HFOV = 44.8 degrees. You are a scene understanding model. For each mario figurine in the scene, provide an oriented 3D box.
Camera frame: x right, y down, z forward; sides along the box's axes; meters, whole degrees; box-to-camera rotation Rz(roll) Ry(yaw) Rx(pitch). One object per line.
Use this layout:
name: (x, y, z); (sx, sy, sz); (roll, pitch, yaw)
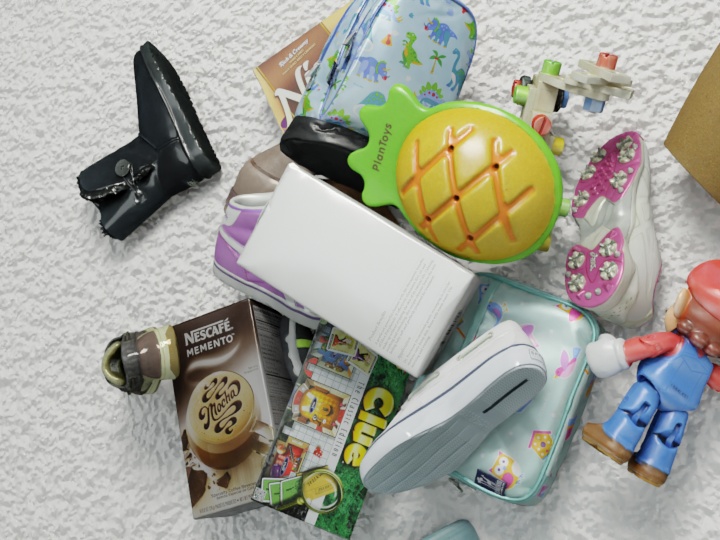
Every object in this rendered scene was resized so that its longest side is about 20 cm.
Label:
mario figurine: (0.274, 0.081, 0.764); (0.106, 0.123, 0.202); (31, 88, 45)

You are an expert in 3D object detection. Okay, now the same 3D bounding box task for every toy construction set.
toy construction set: (0.175, -0.120, 0.830); (0.091, 0.132, 0.202); (23, 111, -6)

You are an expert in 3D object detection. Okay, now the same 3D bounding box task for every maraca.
maraca: (0.080, -0.083, 0.763); (0.197, 0.107, 0.139); (24, 114, 17)

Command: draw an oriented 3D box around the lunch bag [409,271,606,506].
lunch bag: (0.130, 0.112, 0.827); (0.158, 0.077, 0.203); (22, 86, 25)

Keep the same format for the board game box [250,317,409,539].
board game box: (-0.022, 0.143, 0.843); (0.103, 0.023, 0.203); (21, 78, -2)

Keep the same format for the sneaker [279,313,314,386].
sneaker: (-0.019, 0.127, 0.900); (0.082, 0.072, 0.203); (-24, 74, -1)

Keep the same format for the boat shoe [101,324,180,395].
boat shoe: (-0.243, 0.096, 0.930); (0.200, 0.065, 0.073); (-23, 71, 63)

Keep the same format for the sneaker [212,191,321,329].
sneaker: (-0.055, -0.013, 0.892); (0.197, 0.073, 0.116); (21, 119, 5)

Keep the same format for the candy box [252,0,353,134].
candy box: (-0.012, -0.225, 0.978); (0.198, 0.056, 0.118); (-30, 69, 11)

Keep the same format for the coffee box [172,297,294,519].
coffee box: (-0.128, 0.146, 0.922); (0.111, 0.080, 0.203); (-20, 71, 18)

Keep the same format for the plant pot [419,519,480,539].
plant pot: (0.026, 0.348, 0.746); (0.194, 0.200, 0.199); (-30, 68, 13)

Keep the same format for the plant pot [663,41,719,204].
plant pot: (0.368, -0.150, 0.753); (0.200, 0.185, 0.188); (-45, 65, 21)

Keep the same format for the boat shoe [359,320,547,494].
boat shoe: (0.079, 0.123, 0.778); (0.199, 0.073, 0.067); (-37, 36, 17)

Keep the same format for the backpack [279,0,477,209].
backpack: (0.032, -0.187, 0.854); (0.161, 0.153, 0.203); (25, 70, -15)

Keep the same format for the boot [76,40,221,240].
boot: (-0.277, -0.157, 1.057); (0.166, 0.076, 0.202); (-30, 74, 9)

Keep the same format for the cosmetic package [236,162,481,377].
cosmetic package: (0.000, 0.000, 0.802); (0.198, 0.085, 0.109); (33, 94, 13)

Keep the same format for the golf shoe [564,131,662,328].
golf shoe: (0.247, -0.037, 0.826); (0.075, 0.091, 0.203); (-17, 47, 49)

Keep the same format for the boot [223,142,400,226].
boot: (-0.054, -0.048, 0.949); (0.146, 0.070, 0.201); (-41, 84, 24)
